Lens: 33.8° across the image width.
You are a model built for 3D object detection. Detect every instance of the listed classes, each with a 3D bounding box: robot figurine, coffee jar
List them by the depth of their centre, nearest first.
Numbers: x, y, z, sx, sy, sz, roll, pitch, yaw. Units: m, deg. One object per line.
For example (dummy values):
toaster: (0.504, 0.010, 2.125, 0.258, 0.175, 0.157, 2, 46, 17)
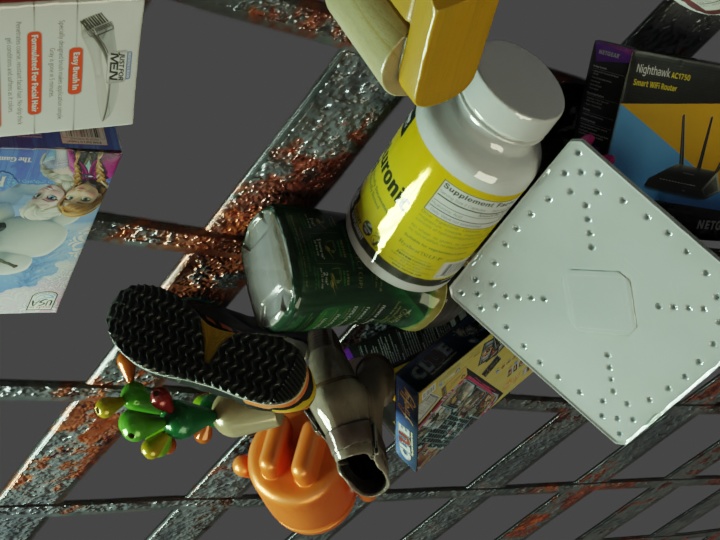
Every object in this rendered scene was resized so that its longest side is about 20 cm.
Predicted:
coffee jar: (0.000, 0.000, 1.041, 0.197, 0.106, 0.085, 1, 152, -33)
robot figurine: (-0.066, 0.234, 1.369, 0.142, 0.118, 0.201, -25, 150, -5)

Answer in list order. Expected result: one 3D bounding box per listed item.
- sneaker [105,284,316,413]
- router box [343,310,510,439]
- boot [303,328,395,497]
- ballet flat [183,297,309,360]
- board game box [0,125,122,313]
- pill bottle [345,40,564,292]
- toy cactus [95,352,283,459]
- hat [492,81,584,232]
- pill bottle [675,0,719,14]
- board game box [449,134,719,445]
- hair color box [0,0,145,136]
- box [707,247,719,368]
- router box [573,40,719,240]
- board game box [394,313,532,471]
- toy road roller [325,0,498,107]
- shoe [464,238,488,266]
sneaker: (-0.129, 0.078, 1.030, 0.197, 0.071, 0.090, 19, 163, 19)
router box: (0.078, 0.116, 1.330, 0.147, 0.052, 0.200, -24, 150, 7)
boot: (0.000, 0.147, 1.145, 0.069, 0.148, 0.200, -26, 147, 14)
ballet flat: (-0.101, 0.076, 1.136, 0.198, 0.074, 0.073, 14, 135, -46)
board game box: (-0.293, -0.038, 0.850, 0.197, 0.044, 0.200, -1, 146, -32)
pill bottle: (0.076, -0.083, 0.950, 0.110, 0.113, 0.201, 1, 143, -34)
toy cactus: (-0.154, 0.131, 1.143, 0.162, 0.104, 0.200, -5, 167, 12)
hat: (0.158, -0.069, 1.055, 0.197, 0.082, 0.202, -15, 150, -9)
pill bottle: (0.227, -0.240, 0.790, 0.198, 0.115, 0.114, 13, 136, -46)
board game box: (0.195, 0.019, 0.948, 0.026, 0.199, 0.201, -44, 173, -46)
hair color box: (-0.234, -0.137, 0.710, 0.197, 0.065, 0.112, -7, 146, -21)
box: (0.270, 0.024, 1.050, 0.197, 0.088, 0.163, 7, -173, 36)
router box: (0.265, -0.106, 1.011, 0.197, 0.051, 0.152, 0, 108, -36)
board game box: (0.116, 0.101, 1.221, 0.199, 0.034, 0.137, -36, 145, -27)
toy road roller: (0.068, -0.215, 0.727, 0.144, 0.124, 0.201, -20, 152, -25)
shoe: (0.185, -0.027, 1.178, 0.197, 0.070, 0.054, -2, 105, -25)
